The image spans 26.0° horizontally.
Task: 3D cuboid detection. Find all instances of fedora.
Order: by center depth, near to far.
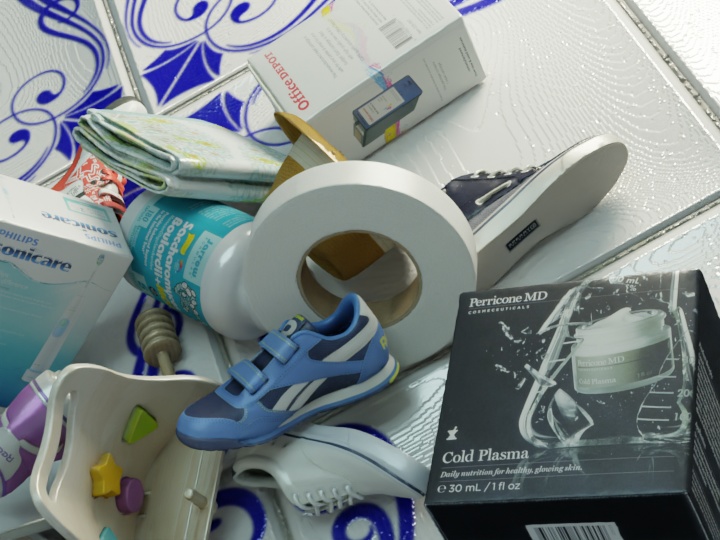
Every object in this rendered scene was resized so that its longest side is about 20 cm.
[{"bbox_3d":[-0.029,-0.053,1.397,0.082,0.201,0.201,-44,45,-2],"label":"fedora"}]

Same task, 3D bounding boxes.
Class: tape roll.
[{"bbox_3d":[0.000,0.000,1.319,0.201,0.204,0.037,-14,36,17],"label":"tape roll"}]

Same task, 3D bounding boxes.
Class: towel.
[{"bbox_3d":[-0.159,-0.107,1.523,0.170,0.199,0.049,29,109,41],"label":"towel"}]

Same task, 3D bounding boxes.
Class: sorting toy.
[{"bbox_3d":[-0.198,0.166,1.278,0.106,0.180,0.202,-7,59,30],"label":"sorting toy"}]

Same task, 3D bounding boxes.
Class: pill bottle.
[{"bbox_3d":[-0.131,-0.004,1.457,0.199,0.111,0.111,23,66,40],"label":"pill bottle"}]

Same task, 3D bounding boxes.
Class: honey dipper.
[{"bbox_3d":[-0.168,0.114,1.430,0.038,0.038,0.201,-29,46,3],"label":"honey dipper"}]

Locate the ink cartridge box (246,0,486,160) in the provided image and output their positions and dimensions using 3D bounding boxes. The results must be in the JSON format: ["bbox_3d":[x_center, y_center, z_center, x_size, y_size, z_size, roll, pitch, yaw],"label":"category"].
[{"bbox_3d":[0.003,-0.204,1.575,0.199,0.088,0.146,-33,44,-3],"label":"ink cartridge box"}]

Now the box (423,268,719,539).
[{"bbox_3d":[0.170,0.120,1.182,0.198,0.124,0.198,-7,48,23],"label":"box"}]

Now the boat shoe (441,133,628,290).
[{"bbox_3d":[0.137,-0.071,1.394,0.199,0.075,0.093,-37,51,-5],"label":"boat shoe"}]

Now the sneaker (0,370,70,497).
[{"bbox_3d":[-0.286,0.147,1.366,0.114,0.201,0.073,-44,79,-5],"label":"sneaker"}]

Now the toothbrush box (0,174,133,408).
[{"bbox_3d":[-0.326,0.023,1.457,0.201,0.145,0.086,-56,40,23],"label":"toothbrush box"}]

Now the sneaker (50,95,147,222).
[{"bbox_3d":[-0.263,-0.087,1.634,0.107,0.067,0.202,24,70,39],"label":"sneaker"}]

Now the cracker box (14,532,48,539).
[{"bbox_3d":[-0.299,0.293,1.330,0.199,0.058,0.134,26,66,40],"label":"cracker box"}]

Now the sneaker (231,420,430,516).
[{"bbox_3d":[-0.024,0.170,1.288,0.199,0.073,0.071,7,65,43],"label":"sneaker"}]

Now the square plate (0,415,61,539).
[{"bbox_3d":[-0.327,0.188,1.383,0.199,0.029,0.197,-9,26,-44],"label":"square plate"}]

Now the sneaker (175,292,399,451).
[{"bbox_3d":[-0.067,0.084,1.289,0.198,0.083,0.074,-24,25,-20],"label":"sneaker"}]
